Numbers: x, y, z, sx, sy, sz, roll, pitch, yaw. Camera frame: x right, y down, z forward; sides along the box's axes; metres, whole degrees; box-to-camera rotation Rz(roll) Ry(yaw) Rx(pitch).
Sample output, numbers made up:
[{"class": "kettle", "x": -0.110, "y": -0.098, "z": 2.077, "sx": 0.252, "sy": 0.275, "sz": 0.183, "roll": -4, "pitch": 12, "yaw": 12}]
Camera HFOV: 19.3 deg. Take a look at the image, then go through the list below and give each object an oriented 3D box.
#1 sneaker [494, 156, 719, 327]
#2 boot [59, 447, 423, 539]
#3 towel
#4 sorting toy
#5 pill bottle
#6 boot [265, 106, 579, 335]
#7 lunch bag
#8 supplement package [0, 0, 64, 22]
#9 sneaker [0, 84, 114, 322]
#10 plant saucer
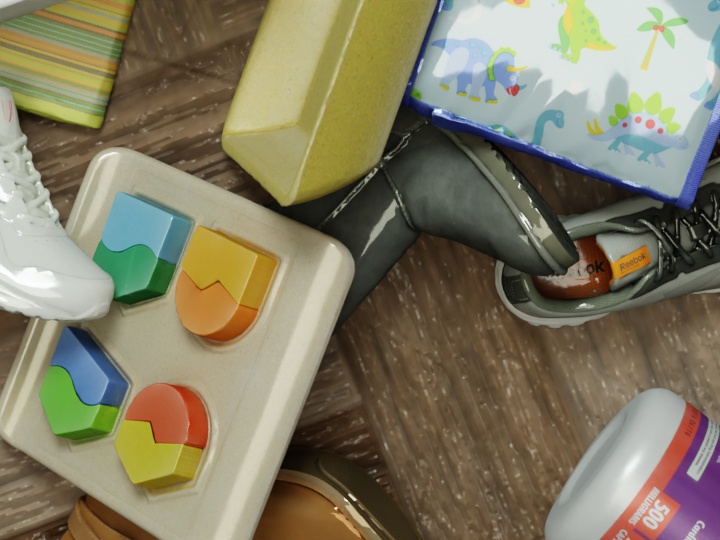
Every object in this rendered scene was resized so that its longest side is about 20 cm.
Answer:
[{"class": "sneaker", "x": 0.172, "y": -0.014, "z": 1.167, "sx": 0.199, "sy": 0.079, "sz": 0.074, "roll": -19, "pitch": 93, "yaw": 5}, {"class": "boot", "x": -0.069, "y": 0.165, "z": 1.206, "sx": 0.200, "sy": 0.077, "sz": 0.156, "roll": 36, "pitch": 101, "yaw": -6}, {"class": "towel", "x": -0.162, "y": -0.186, "z": 1.206, "sx": 0.086, "sy": 0.018, "sz": 0.201, "roll": 17, "pitch": 96, "yaw": -3}, {"class": "sorting toy", "x": -0.111, "y": 0.041, "z": 1.159, "sx": 0.200, "sy": 0.036, "sz": 0.186, "roll": 24, "pitch": 93, "yaw": 39}, {"class": "pill bottle", "x": 0.208, "y": 0.162, "z": 1.165, "sx": 0.200, "sy": 0.112, "sz": 0.113, "roll": 36, "pitch": 97, "yaw": 0}, {"class": "boot", "x": 0.002, "y": 0.002, "z": 1.154, "sx": 0.200, "sy": 0.073, "sz": 0.182, "roll": -43, "pitch": 48, "yaw": 3}, {"class": "lunch bag", "x": 0.126, "y": -0.148, "z": 1.118, "sx": 0.169, "sy": 0.127, "sz": 0.201, "roll": 20, "pitch": 74, "yaw": 2}, {"class": "supplement package", "x": -0.152, "y": -0.212, "z": 1.133, "sx": 0.199, "sy": 0.121, "sz": 0.120, "roll": -19, "pitch": 97, "yaw": 1}, {"class": "sneaker", "x": -0.209, "y": -0.049, "z": 1.170, "sx": 0.200, "sy": 0.078, "sz": 0.100, "roll": 35, "pitch": 102, "yaw": 14}, {"class": "plant saucer", "x": -0.005, "y": -0.137, "z": 1.117, "sx": 0.048, "sy": 0.200, "sz": 0.201, "roll": 18, "pitch": 98, "yaw": -17}]
